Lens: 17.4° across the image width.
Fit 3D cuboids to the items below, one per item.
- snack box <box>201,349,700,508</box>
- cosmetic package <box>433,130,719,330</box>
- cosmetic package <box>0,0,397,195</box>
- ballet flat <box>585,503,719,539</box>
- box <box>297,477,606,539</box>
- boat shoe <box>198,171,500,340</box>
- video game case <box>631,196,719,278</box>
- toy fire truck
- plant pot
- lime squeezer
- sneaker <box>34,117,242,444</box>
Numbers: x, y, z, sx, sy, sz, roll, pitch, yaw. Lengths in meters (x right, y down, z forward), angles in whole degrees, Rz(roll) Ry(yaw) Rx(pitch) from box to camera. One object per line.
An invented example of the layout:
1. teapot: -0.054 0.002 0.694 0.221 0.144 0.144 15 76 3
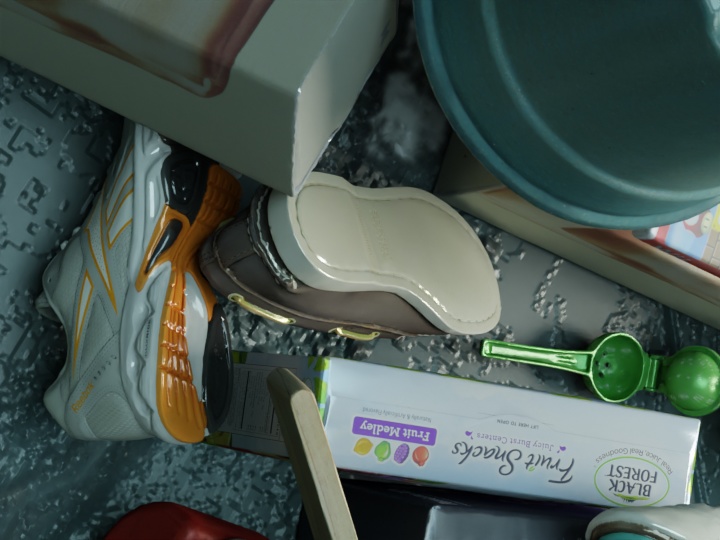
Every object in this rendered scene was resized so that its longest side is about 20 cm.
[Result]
1. snack box: 0.040 0.077 1.127 0.198 0.142 0.053 10 87 -25
2. cosmetic package: 0.151 -0.048 1.206 0.199 0.087 0.104 22 79 -24
3. cosmetic package: -0.091 -0.131 1.027 0.199 0.087 0.104 25 64 10
4. ballet flat: 0.179 0.149 1.082 0.200 0.069 0.070 39 76 -24
5. box: 0.083 0.165 1.146 0.198 0.148 0.105 8 88 -25
6. boat shoe: 0.000 0.000 1.126 0.199 0.059 0.072 13 59 -57
7. video game case: 0.229 -0.045 1.093 0.199 0.017 0.144 23 80 -23
8. toy fire truck: -0.053 0.141 1.041 0.128 0.176 0.201 26 94 -42
9. plant pot: 0.150 -0.121 0.944 0.199 0.196 0.202 1 88 -22
10. lime squeezer: 0.157 0.051 1.211 0.198 0.071 0.038 11 74 -2
11. sneaker: -0.111 -0.015 1.096 0.076 0.091 0.202 37 50 -53
